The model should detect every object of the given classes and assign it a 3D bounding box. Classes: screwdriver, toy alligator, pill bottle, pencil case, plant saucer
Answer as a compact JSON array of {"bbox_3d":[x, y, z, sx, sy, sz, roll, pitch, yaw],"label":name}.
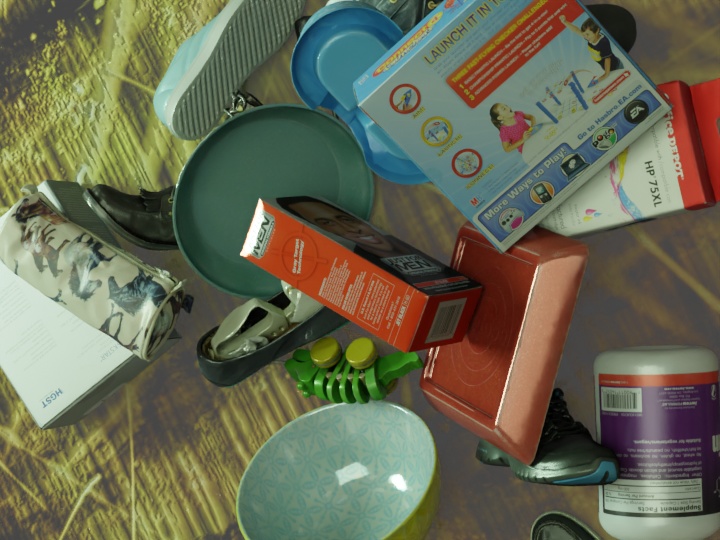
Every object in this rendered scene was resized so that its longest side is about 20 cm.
[{"bbox_3d":[-0.027,-0.151,1.800,0.029,0.028,0.201,-12,94,48],"label":"screwdriver"},{"bbox_3d":[-0.034,0.102,1.771,0.199,0.059,0.054,-1,52,30],"label":"toy alligator"},{"bbox_3d":[0.267,0.169,1.652,0.112,0.112,0.201,-2,91,19],"label":"pill bottle"},{"bbox_3d":[-0.259,-0.001,1.770,0.200,0.078,0.090,32,97,12],"label":"pencil case"},{"bbox_3d":[-0.086,-0.070,1.760,0.199,0.036,0.201,-8,116,-18],"label":"plant saucer"},{"bbox_3d":[0.119,0.053,1.672,0.037,0.199,0.201,11,97,-26],"label":"plant saucer"}]

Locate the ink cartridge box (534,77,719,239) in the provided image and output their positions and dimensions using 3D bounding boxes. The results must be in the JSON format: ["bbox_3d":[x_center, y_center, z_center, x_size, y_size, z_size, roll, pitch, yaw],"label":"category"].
[{"bbox_3d":[0.249,-0.102,1.677,0.199,0.067,0.117,-14,86,18],"label":"ink cartridge box"}]

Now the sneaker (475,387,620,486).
[{"bbox_3d":[0.164,0.147,1.658,0.200,0.073,0.082,10,93,62],"label":"sneaker"}]

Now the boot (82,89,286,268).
[{"bbox_3d":[-0.150,-0.096,1.786,0.199,0.069,0.175,22,104,-24],"label":"boot"}]

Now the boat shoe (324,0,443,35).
[{"bbox_3d":[0.065,-0.272,1.742,0.200,0.071,0.091,-39,84,22],"label":"boat shoe"}]

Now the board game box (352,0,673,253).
[{"bbox_3d":[0.131,-0.151,1.597,0.200,0.056,0.196,-40,113,12],"label":"board game box"}]

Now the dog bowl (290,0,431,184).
[{"bbox_3d":[0.019,-0.169,1.714,0.111,0.050,0.200,-40,116,14],"label":"dog bowl"}]

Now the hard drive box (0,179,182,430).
[{"bbox_3d":[-0.304,0.034,1.865,0.156,0.077,0.200,-37,79,15],"label":"hard drive box"}]

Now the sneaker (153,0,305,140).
[{"bbox_3d":[-0.138,-0.225,1.810,0.200,0.074,0.082,-50,43,-3],"label":"sneaker"}]

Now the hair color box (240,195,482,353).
[{"bbox_3d":[0.000,0.000,1.678,0.200,0.101,0.061,29,109,28],"label":"hair color box"}]

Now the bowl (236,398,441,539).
[{"bbox_3d":[-0.008,0.230,1.738,0.199,0.201,0.108,-7,131,19],"label":"bowl"}]

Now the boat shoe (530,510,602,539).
[{"bbox_3d":[0.211,0.316,1.697,0.074,0.066,0.200,-25,83,18],"label":"boat shoe"}]

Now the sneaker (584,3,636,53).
[{"bbox_3d":[0.167,-0.200,1.660,0.199,0.088,0.074,-16,87,-14],"label":"sneaker"}]

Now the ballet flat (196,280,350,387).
[{"bbox_3d":[-0.072,0.042,1.758,0.199,0.073,0.073,-31,81,7],"label":"ballet flat"}]
